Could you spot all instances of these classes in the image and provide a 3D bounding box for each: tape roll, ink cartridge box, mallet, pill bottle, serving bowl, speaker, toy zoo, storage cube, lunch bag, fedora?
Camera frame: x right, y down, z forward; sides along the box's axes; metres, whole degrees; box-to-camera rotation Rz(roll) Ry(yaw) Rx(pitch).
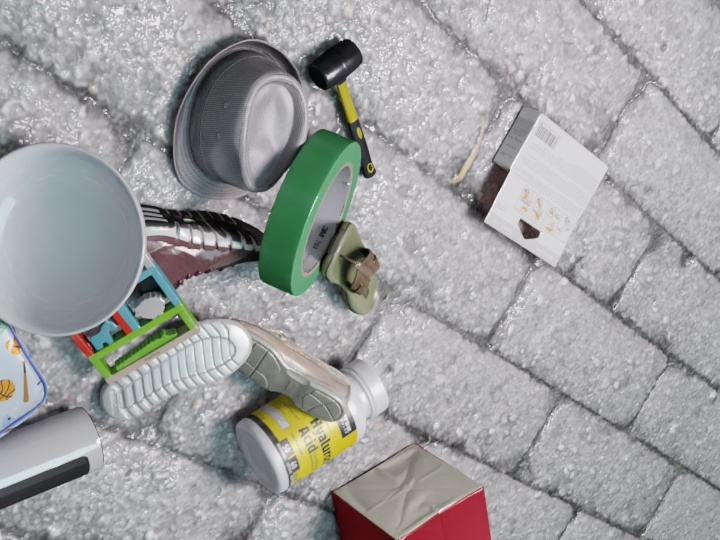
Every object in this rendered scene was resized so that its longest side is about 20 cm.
[{"bbox_3d":[-0.060,-0.070,1.467,0.200,0.048,0.203,22,89,-80],"label":"tape roll"},{"bbox_3d":[0.267,-0.122,1.793,0.199,0.045,0.178,28,92,-44],"label":"ink cartridge box"},{"bbox_3d":[-0.005,-0.205,1.531,0.066,0.041,0.201,-45,138,-16],"label":"mallet"},{"bbox_3d":[-0.062,0.205,1.638,0.199,0.111,0.112,-32,129,-25],"label":"pill bottle"},{"bbox_3d":[-0.319,-0.033,1.279,0.202,0.198,0.066,-61,178,3],"label":"serving bowl"},{"bbox_3d":[-0.403,0.228,1.385,0.198,0.081,0.082,-19,123,-32],"label":"speaker"},{"bbox_3d":[-0.288,0.027,1.375,0.130,0.021,0.201,-30,123,3],"label":"toy zoo"},{"bbox_3d":[0.080,0.400,1.804,0.170,0.199,0.182,-25,119,-27],"label":"storage cube"},{"bbox_3d":[-0.446,0.134,1.292,0.199,0.075,0.162,-35,123,-21],"label":"lunch bag"},{"bbox_3d":[-0.125,-0.163,1.408,0.175,0.090,0.202,9,106,-42],"label":"fedora"}]

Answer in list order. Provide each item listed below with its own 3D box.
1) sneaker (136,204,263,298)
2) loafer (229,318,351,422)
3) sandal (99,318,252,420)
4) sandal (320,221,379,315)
[{"bbox_3d":[-0.205,-0.009,1.444,0.198,0.076,0.117,9,112,-32],"label":"sneaker"},{"bbox_3d":[-0.098,0.121,1.566,0.199,0.063,0.072,36,130,-11],"label":"loafer"},{"bbox_3d":[-0.233,0.113,1.493,0.201,0.050,0.083,-24,111,-13],"label":"sandal"},{"bbox_3d":[0.001,-0.001,1.585,0.081,0.057,0.201,-64,155,-16],"label":"sandal"}]
